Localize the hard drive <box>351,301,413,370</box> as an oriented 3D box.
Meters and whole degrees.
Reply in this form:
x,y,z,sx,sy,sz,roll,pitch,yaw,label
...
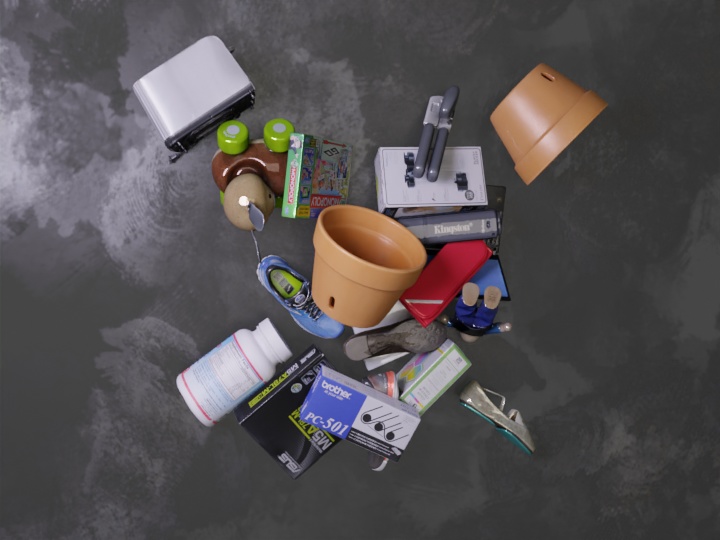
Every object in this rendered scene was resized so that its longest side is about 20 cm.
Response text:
x,y,z,sx,sy,sz,roll,pitch,yaw,label
0.039,0.069,1.533,0.129,0.027,0.205,-21,101,-7,hard drive

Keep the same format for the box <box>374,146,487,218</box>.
x,y,z,sx,sy,sz,roll,pitch,yaw,label
0.127,-0.162,1.485,0.194,0.060,0.120,-3,75,-11,box

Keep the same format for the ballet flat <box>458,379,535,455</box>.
x,y,z,sx,sy,sz,roll,pitch,yaw,label
0.281,0.286,1.588,0.198,0.067,0.063,38,79,-13,ballet flat

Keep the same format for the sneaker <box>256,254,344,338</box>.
x,y,z,sx,sy,sz,roll,pitch,yaw,label
-0.108,0.057,1.470,0.199,0.089,0.079,40,90,-12,sneaker

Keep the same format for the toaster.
x,y,z,sx,sy,sz,roll,pitch,yaw,label
-0.278,-0.285,1.353,0.198,0.181,0.120,-34,96,-4,toaster

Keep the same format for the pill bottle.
x,y,z,sx,sy,sz,roll,pitch,yaw,label
-0.223,0.178,1.453,0.198,0.109,0.110,-36,102,-5,pill bottle

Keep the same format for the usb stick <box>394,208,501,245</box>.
x,y,z,sx,sy,sz,roll,pitch,yaw,label
0.158,-0.078,1.471,0.194,0.033,0.057,-5,86,-1,usb stick

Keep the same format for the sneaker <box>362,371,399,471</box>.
x,y,z,sx,sy,sz,roll,pitch,yaw,label
0.020,0.277,1.502,0.080,0.077,0.205,2,109,-10,sneaker

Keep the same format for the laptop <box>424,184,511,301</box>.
x,y,z,sx,sy,sz,roll,pitch,yaw,label
0.195,-0.058,1.507,0.172,0.103,0.206,4,99,-12,laptop

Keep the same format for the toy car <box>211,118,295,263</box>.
x,y,z,sx,sy,sz,roll,pitch,yaw,label
-0.168,-0.122,1.353,0.153,0.204,0.166,-4,142,-10,toy car

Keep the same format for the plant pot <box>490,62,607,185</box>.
x,y,z,sx,sy,sz,roll,pitch,yaw,label
0.330,-0.277,1.472,0.200,0.200,0.140,-44,86,-3,plant pot

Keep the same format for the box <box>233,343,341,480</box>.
x,y,z,sx,sy,sz,roll,pitch,yaw,label
-0.103,0.261,1.480,0.192,0.047,0.201,-40,128,-7,box

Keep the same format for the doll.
x,y,z,sx,sy,sz,roll,pitch,yaw,label
0.214,0.089,1.490,0.133,0.201,0.050,9,65,3,doll

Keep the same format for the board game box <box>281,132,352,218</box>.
x,y,z,sx,sy,sz,roll,pitch,yaw,label
-0.072,-0.160,1.405,0.028,0.199,0.139,8,97,23,board game box

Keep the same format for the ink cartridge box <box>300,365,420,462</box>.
x,y,z,sx,sy,sz,roll,pitch,yaw,label
-0.001,0.255,1.431,0.196,0.044,0.096,25,104,-11,ink cartridge box

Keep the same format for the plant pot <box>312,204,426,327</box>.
x,y,z,sx,sy,sz,roll,pitch,yaw,label
0.000,0.000,1.390,0.195,0.202,0.142,16,119,-12,plant pot

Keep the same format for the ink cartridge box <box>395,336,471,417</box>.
x,y,z,sx,sy,sz,roll,pitch,yaw,label
0.110,0.214,1.524,0.200,0.104,0.059,-45,102,-2,ink cartridge box

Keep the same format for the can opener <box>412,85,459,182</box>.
x,y,z,sx,sy,sz,roll,pitch,yaw,label
0.135,-0.250,1.454,0.051,0.067,0.204,14,60,3,can opener

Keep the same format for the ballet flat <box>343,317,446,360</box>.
x,y,z,sx,sy,sz,roll,pitch,yaw,label
0.063,0.129,1.504,0.195,0.046,0.069,-12,94,-5,ballet flat

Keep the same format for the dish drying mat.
x,y,z,sx,sy,sz,roll,pitch,yaw,label
0.156,0.008,1.465,0.077,0.018,0.200,43,70,3,dish drying mat
